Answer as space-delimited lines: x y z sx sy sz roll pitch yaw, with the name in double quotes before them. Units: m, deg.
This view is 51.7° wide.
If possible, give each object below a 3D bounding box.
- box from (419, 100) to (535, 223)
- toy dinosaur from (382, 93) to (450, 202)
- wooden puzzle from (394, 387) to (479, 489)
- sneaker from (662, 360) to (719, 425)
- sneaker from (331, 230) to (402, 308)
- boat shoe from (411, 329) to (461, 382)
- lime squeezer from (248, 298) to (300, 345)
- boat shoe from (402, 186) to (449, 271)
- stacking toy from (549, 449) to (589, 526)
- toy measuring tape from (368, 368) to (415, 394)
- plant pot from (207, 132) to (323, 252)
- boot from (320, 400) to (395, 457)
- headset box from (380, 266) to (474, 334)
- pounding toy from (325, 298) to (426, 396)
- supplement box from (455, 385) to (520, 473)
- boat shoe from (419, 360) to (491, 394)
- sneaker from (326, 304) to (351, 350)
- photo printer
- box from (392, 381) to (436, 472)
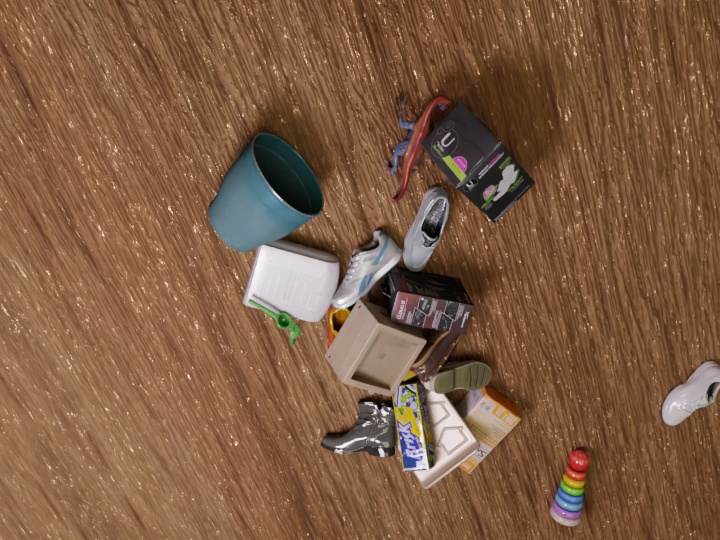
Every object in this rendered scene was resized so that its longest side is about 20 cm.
"box" 0.240 -0.218 1.518 0.124 0.150 0.199 -43 145 12
"toy dinosaur" 0.129 -0.268 1.533 0.103 0.204 0.182 8 146 -25
"wooden puzzle" 0.173 0.401 1.827 0.185 0.046 0.202 -41 73 17
"sneaker" 0.855 0.328 1.896 0.074 0.089 0.202 28 108 -18
"sneaker" 0.000 0.000 1.660 0.200 0.076 0.081 -46 111 -7
"boat shoe" 0.191 0.171 1.737 0.200 0.070 0.071 -46 112 -16
"lime squeezer" -0.174 0.118 1.669 0.038 0.070 0.201 -54 140 -15
"boat shoe" 0.146 -0.084 1.649 0.068 0.072 0.205 13 111 -12
"stacking toy" 0.568 0.572 1.977 0.083 0.086 0.205 7 108 -9
"toy measuring tape" 0.095 0.227 1.780 0.197 0.074 0.074 -27 114 6
"plant pot" -0.207 -0.143 1.530 0.187 0.202 0.200 -37 113 26
"boot" -0.001 0.384 1.843 0.195 0.068 0.134 1 92 12
"headset box" 0.138 0.063 1.670 0.195 0.149 0.079 12 111 -10
"pounding toy" 0.034 0.181 1.684 0.198 0.142 0.186 22 107 -38
"supplement box" 0.288 0.394 1.869 0.125 0.074 0.201 34 106 -18
"boat shoe" 0.231 0.251 1.794 0.196 0.068 0.077 1 99 -36
"sneaker" -0.047 0.162 1.731 0.071 0.077 0.204 -11 116 -3
"photo printer" -0.149 0.022 1.662 0.195 0.070 0.170 14 112 -12
"box" 0.128 0.375 1.787 0.069 0.064 0.205 -11 83 22
